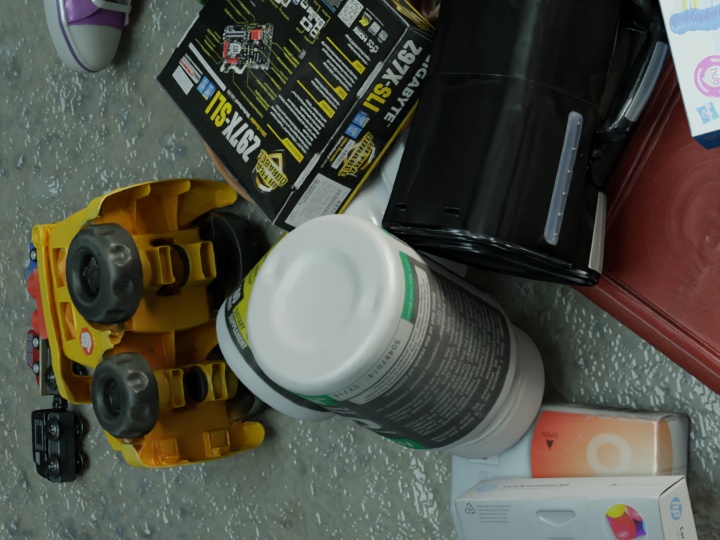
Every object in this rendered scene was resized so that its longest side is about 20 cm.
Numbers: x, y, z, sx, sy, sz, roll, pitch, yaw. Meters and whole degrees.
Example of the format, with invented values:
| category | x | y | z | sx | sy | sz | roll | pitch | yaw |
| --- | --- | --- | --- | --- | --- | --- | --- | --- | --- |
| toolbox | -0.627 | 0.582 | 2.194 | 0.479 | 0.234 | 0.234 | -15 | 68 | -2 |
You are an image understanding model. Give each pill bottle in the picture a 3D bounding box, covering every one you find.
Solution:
| category | x | y | z | sx | sy | sz | roll | pitch | yaw |
| --- | --- | --- | --- | --- | --- | --- | --- | --- | --- |
| pill bottle | 0.000 | 0.000 | 1.590 | 0.200 | 0.112 | 0.113 | -47 | 65 | 27 |
| pill bottle | 0.028 | 0.048 | 1.473 | 0.112 | 0.200 | 0.114 | -14 | 64 | 31 |

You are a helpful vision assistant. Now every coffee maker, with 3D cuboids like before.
| category | x | y | z | sx | sy | sz | roll | pitch | yaw |
| --- | --- | --- | --- | --- | --- | --- | --- | --- | --- |
| coffee maker | 0.084 | -0.105 | 1.457 | 0.135 | 0.191 | 0.201 | 170 | 115 | -74 |

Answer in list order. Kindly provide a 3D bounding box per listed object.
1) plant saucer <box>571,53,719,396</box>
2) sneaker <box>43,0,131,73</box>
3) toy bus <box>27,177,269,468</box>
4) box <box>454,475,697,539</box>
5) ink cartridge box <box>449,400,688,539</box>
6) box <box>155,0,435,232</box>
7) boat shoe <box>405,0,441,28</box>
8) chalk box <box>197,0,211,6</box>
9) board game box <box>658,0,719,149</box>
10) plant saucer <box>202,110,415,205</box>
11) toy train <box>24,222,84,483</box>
| category | x | y | z | sx | sy | sz | roll | pitch | yaw |
| --- | --- | --- | --- | --- | --- | --- | --- | --- | --- |
| plant saucer | 0.230 | -0.028 | 1.467 | 0.200 | 0.037 | 0.201 | 37 | 112 | 29 |
| sneaker | -0.170 | -0.244 | 1.737 | 0.114 | 0.072 | 0.202 | 9 | 96 | 33 |
| toy bus | -0.172 | 0.045 | 1.717 | 0.191 | 0.135 | 0.202 | -11 | 87 | 49 |
| box | 0.151 | 0.232 | 1.497 | 0.155 | 0.041 | 0.201 | -5 | 104 | 37 |
| ink cartridge box | 0.132 | 0.188 | 1.537 | 0.161 | 0.050 | 0.202 | 3 | 89 | 37 |
| box | -0.042 | -0.138 | 1.572 | 0.160 | 0.049 | 0.200 | -56 | 42 | 14 |
| boat shoe | 0.077 | -0.248 | 1.550 | 0.074 | 0.075 | 0.204 | 22 | 104 | 34 |
| chalk box | -0.148 | -0.305 | 1.635 | 0.124 | 0.124 | 0.200 | -45 | 65 | -1 |
| board game box | 0.270 | -0.194 | 1.385 | 0.195 | 0.056 | 0.201 | -15 | 82 | 17 |
| plant saucer | -0.035 | -0.138 | 1.662 | 0.199 | 0.032 | 0.202 | 1 | 92 | 35 |
| toy train | -0.237 | 0.063 | 1.817 | 0.046 | 0.034 | 0.202 | 2 | 93 | 47 |
